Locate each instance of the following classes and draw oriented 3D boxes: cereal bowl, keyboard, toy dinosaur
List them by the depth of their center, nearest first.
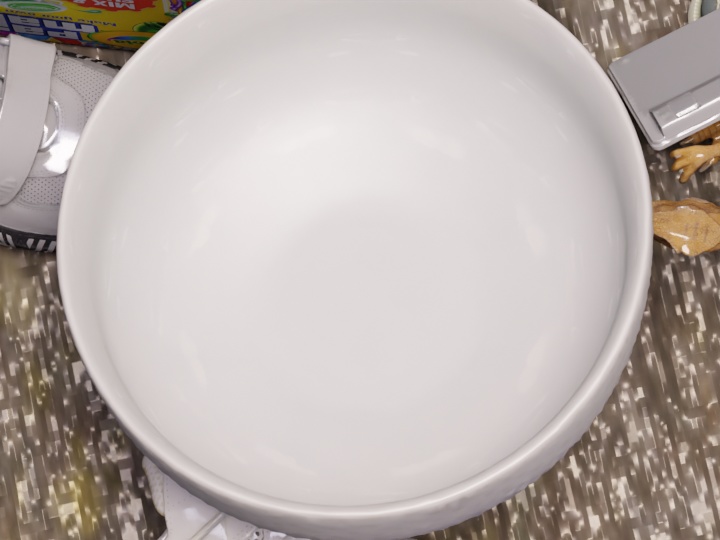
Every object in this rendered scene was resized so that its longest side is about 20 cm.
[{"bbox_3d":[0.000,0.000,0.776,0.198,0.083,0.202,-2,65,4],"label":"cereal bowl"},{"bbox_3d":[0.176,-0.048,0.829,0.199,0.106,0.061,-34,105,-19],"label":"toy dinosaur"},{"bbox_3d":[0.186,-0.104,0.830,0.199,0.056,0.011,-27,123,4],"label":"keyboard"}]

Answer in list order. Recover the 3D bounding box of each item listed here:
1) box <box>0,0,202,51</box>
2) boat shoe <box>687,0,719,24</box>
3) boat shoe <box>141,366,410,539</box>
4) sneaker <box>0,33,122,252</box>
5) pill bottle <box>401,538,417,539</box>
[{"bbox_3d":[-0.139,-0.164,0.796,0.198,0.193,0.123,6,81,0],"label":"box"},{"bbox_3d":[0.223,-0.113,0.866,0.198,0.062,0.074,-9,84,-2],"label":"boat shoe"},{"bbox_3d":[-0.050,0.087,0.823,0.069,0.071,0.200,41,84,2],"label":"boat shoe"},{"bbox_3d":[-0.150,-0.057,0.818,0.198,0.115,0.076,9,82,-1],"label":"sneaker"},{"bbox_3d":[0.078,0.182,0.793,0.199,0.112,0.113,24,82,3],"label":"pill bottle"}]
